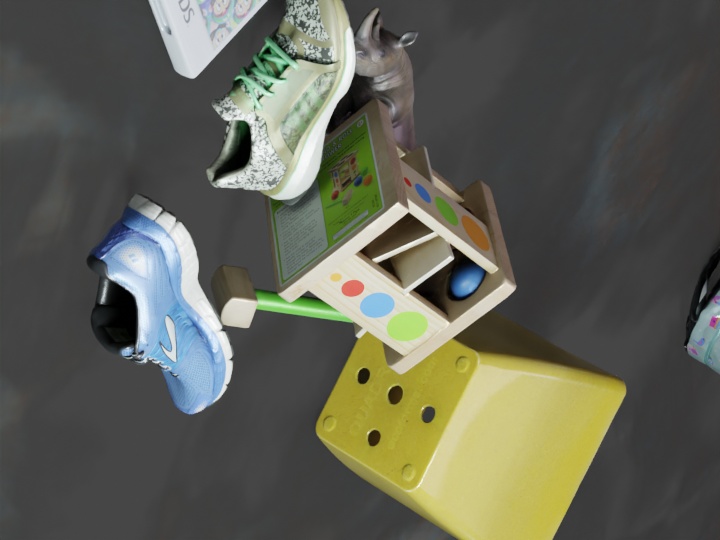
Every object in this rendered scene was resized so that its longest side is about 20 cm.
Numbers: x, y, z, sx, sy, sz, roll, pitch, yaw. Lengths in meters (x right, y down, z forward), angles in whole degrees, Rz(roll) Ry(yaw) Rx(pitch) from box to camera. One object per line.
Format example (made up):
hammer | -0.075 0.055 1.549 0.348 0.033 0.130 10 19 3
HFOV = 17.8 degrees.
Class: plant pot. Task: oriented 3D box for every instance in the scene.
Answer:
plant pot | 0.081 0.132 2.053 0.176 0.200 0.201 24 93 -50

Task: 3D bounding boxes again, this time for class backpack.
backpack | 0.462 0.036 2.638 0.200 0.126 0.167 -48 152 -18

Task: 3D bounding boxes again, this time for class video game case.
video game case | -0.084 -0.262 1.616 0.200 0.024 0.182 -50 149 -22

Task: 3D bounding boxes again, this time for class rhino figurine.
rhino figurine | 0.009 -0.132 1.835 0.087 0.060 0.201 -35 144 -30

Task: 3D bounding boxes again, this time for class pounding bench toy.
pounding bench toy | 0.000 0.000 1.805 0.200 0.125 0.156 -37 128 23

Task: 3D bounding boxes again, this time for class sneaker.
sneaker | -0.065 -0.133 1.706 0.088 0.077 0.201 -10 128 -37
sneaker | -0.159 0.038 1.709 0.089 0.078 0.201 -40 137 -22
